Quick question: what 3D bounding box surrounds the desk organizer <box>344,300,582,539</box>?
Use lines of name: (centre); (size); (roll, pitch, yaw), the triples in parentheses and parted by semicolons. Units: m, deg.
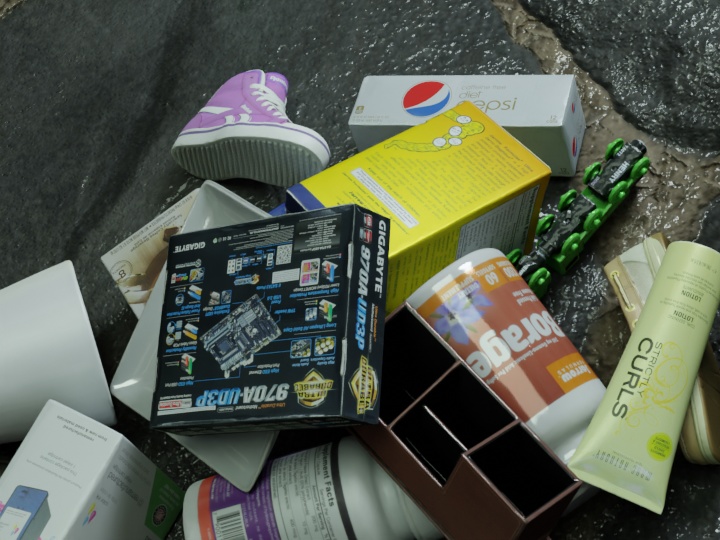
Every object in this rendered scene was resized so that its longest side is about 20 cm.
desk organizer: (0.064, 0.123, 1.166); (0.072, 0.077, 0.200); (-26, 62, -38)

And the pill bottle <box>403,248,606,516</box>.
pill bottle: (0.122, 0.090, 1.230); (0.112, 0.112, 0.200); (-36, 75, -2)

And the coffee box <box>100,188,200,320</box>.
coffee box: (-0.129, 0.039, 1.391); (0.113, 0.080, 0.200); (-36, 56, -3)

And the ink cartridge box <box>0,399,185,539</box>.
ink cartridge box: (-0.245, 0.231, 1.284); (0.087, 0.145, 0.200); (21, 70, 28)

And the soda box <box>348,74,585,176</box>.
soda box: (0.095, -0.130, 1.408); (0.199, 0.068, 0.064); (2, 53, 21)

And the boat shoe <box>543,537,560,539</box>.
boat shoe: (0.074, 0.249, 1.207); (0.199, 0.062, 0.075); (-19, 58, 11)

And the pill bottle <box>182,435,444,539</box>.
pill bottle: (-0.029, 0.195, 1.246); (0.199, 0.111, 0.112); (-17, 57, 10)

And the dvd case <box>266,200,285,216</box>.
dvd case: (0.000, 0.000, 1.354); (0.200, 0.018, 0.143); (37, 52, 25)

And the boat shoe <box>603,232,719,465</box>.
boat shoe: (0.241, 0.068, 1.250); (0.066, 0.074, 0.201); (-23, 53, 22)

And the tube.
tube: (0.223, 0.076, 1.176); (0.058, 0.052, 0.200); (9, 68, 41)

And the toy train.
toy train: (0.175, -0.030, 1.333); (0.042, 0.056, 0.200); (39, 81, 25)

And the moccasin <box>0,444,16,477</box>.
moccasin: (-0.364, 0.184, 1.399); (0.201, 0.074, 0.078); (15, 99, 29)

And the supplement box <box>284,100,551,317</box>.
supplement box: (0.044, -0.038, 1.306); (0.200, 0.109, 0.110); (-28, 57, -29)

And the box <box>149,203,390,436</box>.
box: (-0.071, 0.041, 1.199); (0.200, 0.046, 0.160); (-9, 71, 38)

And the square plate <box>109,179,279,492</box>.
square plate: (-0.103, 0.050, 1.273); (0.198, 0.028, 0.200); (29, 95, 41)

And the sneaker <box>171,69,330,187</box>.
sneaker: (-0.086, -0.143, 1.462); (0.200, 0.073, 0.114); (10, 58, 46)

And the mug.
mug: (-0.305, 0.090, 1.381); (0.153, 0.187, 0.150); (-17, 75, -11)
